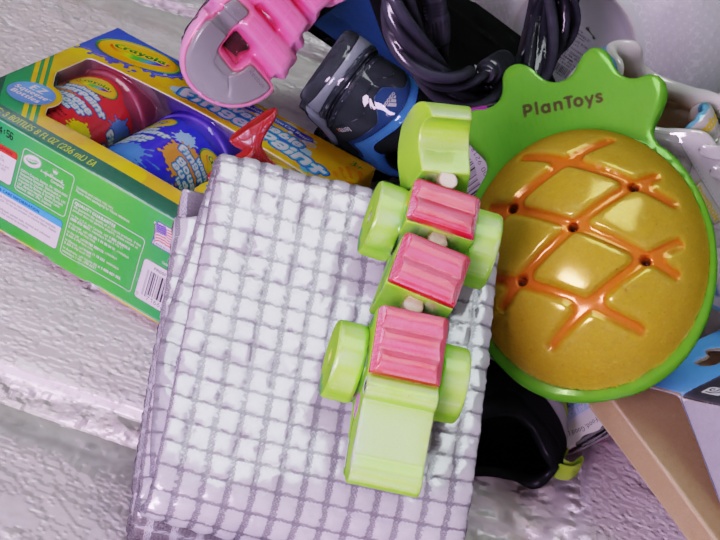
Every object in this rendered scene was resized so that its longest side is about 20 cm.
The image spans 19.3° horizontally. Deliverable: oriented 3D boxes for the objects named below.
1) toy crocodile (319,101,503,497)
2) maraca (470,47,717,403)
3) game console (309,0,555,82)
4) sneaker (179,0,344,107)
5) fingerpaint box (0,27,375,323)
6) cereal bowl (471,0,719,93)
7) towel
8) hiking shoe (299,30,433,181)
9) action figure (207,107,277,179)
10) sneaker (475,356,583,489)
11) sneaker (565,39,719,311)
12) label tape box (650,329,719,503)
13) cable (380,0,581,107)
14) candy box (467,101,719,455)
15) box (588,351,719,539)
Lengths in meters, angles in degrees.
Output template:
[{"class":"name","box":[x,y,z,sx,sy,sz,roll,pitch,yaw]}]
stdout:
[{"class":"toy crocodile","box":[0.027,0.012,1.014,0.067,0.062,0.201,17,63,-6]},{"class":"maraca","box":[0.118,-0.025,1.134,0.137,0.107,0.201,-10,68,8]},{"class":"game console","box":[0.033,-0.132,1.403,0.200,0.116,0.176,29,32,-41]},{"class":"sneaker","box":[-0.035,-0.183,1.294,0.079,0.200,0.095,52,-4,-16]},{"class":"fingerpaint box","box":[-0.119,-0.055,1.260,0.200,0.074,0.167,30,31,17]},{"class":"cereal bowl","box":[0.164,-0.173,1.491,0.200,0.201,0.083,26,32,11]},{"class":"towel","box":[-0.025,0.054,1.065,0.165,0.086,0.201,12,63,-9]},{"class":"hiking shoe","box":[0.017,-0.080,1.332,0.087,0.074,0.200,37,-1,13]},{"class":"action figure","box":[0.000,0.000,1.189,0.200,0.052,0.066,50,31,-20]},{"class":"sneaker","box":[0.028,0.069,1.143,0.199,0.072,0.083,13,33,-10]},{"class":"sneaker","box":[0.195,-0.047,1.205,0.200,0.081,0.077,38,44,0]},{"class":"label tape box","box":[0.259,0.085,1.130,0.200,0.064,0.144,11,20,41]},{"class":"cable","box":[0.080,-0.166,1.274,0.051,0.164,0.200,1,-21,33]},{"class":"candy box","box":[0.132,-0.004,1.247,0.136,0.061,0.200,-14,73,-44]},{"class":"box","box":[0.233,0.128,1.155,0.163,0.021,0.200,-12,59,-43]}]
